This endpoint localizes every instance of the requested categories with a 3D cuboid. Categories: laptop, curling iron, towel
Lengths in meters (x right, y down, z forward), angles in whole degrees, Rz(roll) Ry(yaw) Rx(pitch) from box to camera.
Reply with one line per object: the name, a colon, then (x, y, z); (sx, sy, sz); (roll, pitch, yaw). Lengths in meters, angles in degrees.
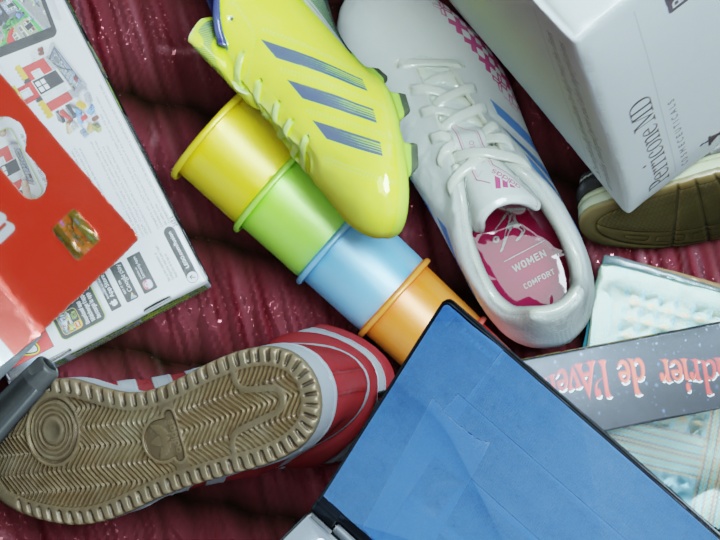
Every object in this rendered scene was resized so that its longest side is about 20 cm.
laptop: (0.032, 0.158, 1.143); (0.187, 0.116, 0.200); (41, 68, 15)
curling iron: (-0.205, 0.120, 1.335); (0.050, 0.026, 0.200); (40, 99, 17)
towel: (0.194, 0.088, 1.359); (0.199, 0.022, 0.148); (15, 87, -1)

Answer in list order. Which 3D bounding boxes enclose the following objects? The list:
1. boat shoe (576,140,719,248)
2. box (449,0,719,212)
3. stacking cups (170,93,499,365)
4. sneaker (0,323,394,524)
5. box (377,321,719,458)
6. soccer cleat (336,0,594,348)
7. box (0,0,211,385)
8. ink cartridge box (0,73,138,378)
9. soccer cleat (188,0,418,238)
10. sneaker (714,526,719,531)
boat shoe: (0.195, -0.065, 1.351); (0.199, 0.073, 0.065); (-16, 65, 1)
box: (0.101, -0.166, 1.263); (0.130, 0.199, 0.200); (-36, 67, -2)
stacking cups: (0.000, 0.000, 1.344); (0.200, 0.061, 0.061); (43, 87, 3)
sneaker: (-0.077, 0.073, 1.345); (0.199, 0.112, 0.072); (-12, 88, 29)
box: (0.120, 0.050, 1.263); (0.199, 0.137, 0.038); (-10, 86, -14)
soccer cleat: (0.054, -0.057, 1.334); (0.070, 0.086, 0.201); (-30, 84, -2)
box: (-0.165, -0.058, 1.362); (0.110, 0.035, 0.201); (-27, 86, -2)
ink cartridge box: (-0.229, -0.006, 1.322); (0.200, 0.057, 0.163); (-43, 86, 22)
soccer cleat: (-0.036, -0.092, 1.318); (0.083, 0.065, 0.201); (-10, 57, -25)
sneaker: (0.189, 0.208, 1.320); (0.091, 0.076, 0.200); (-38, 90, 19)
